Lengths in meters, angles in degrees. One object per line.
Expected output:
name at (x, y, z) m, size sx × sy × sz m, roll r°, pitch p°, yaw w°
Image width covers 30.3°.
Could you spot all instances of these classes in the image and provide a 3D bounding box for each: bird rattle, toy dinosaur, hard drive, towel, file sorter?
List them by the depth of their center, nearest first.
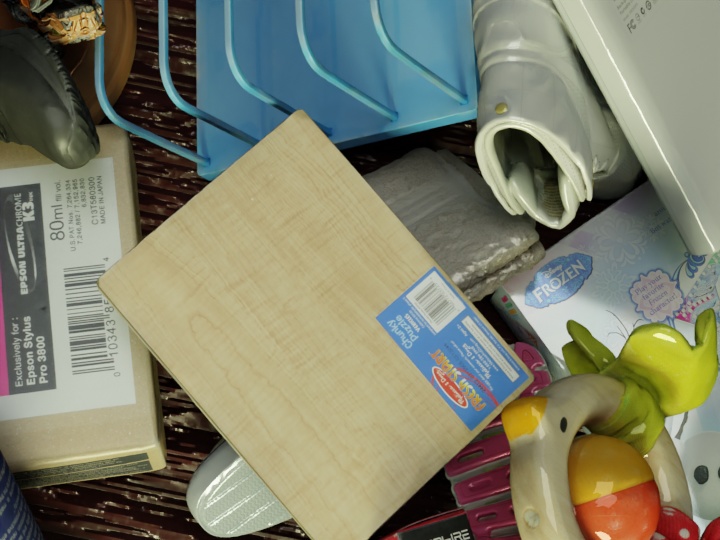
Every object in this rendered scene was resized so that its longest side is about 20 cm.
bird rattle at (0.137, 0.125, 0.708) m, size 0.162 × 0.112 × 0.203 m, roll -4°, pitch 85°, yaw -42°
hard drive at (0.184, -0.129, 0.776) m, size 0.132 × 0.026 × 0.201 m, roll -48°, pitch 115°, yaw -33°
file sorter at (-0.044, -0.152, 0.778) m, size 0.198 × 0.122 × 0.141 m, roll -10°, pitch 74°, yaw 28°
toy dinosaur at (-0.205, -0.200, 0.782) m, size 0.199 × 0.137 × 0.102 m, roll 24°, pitch 40°, yaw 33°
towel at (0.000, 0.000, 0.794) m, size 0.199 × 0.035 × 0.132 m, roll -32°, pitch 40°, yaw -13°

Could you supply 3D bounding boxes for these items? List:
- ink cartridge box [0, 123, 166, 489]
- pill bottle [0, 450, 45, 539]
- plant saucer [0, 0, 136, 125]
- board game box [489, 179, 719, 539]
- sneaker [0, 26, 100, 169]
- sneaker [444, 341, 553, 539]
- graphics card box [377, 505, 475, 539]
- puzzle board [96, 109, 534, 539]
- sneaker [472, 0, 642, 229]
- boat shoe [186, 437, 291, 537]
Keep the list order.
ink cartridge box at (-0.205, 0.024, 0.785) m, size 0.163 × 0.075 × 0.202 m, roll -7°, pitch 74°, yaw -8°
pill bottle at (-0.214, 0.161, 0.681) m, size 0.110 × 0.111 × 0.202 m, roll -24°, pitch 114°, yaw -11°
plant saucer at (-0.245, -0.161, 0.861) m, size 0.197 × 0.038 × 0.203 m, roll 1°, pitch 73°, yaw -4°
board game box at (0.217, 0.039, 0.828) m, size 0.199 × 0.043 × 0.200 m, roll -33°, pitch 79°, yaw -13°
sneaker at (-0.225, -0.103, 0.765) m, size 0.091 × 0.076 × 0.199 m, roll -41°, pitch 53°, yaw -19°
sneaker at (0.095, 0.138, 0.777) m, size 0.073 × 0.088 × 0.202 m, roll -17°, pitch 49°, yaw 15°
graphics card box at (0.041, 0.241, 0.706) m, size 0.050 × 0.125 × 0.202 m, roll -10°, pitch 73°, yaw -30°
puzzle board at (-0.023, 0.034, 0.725) m, size 0.150 × 0.017 × 0.200 m, roll -41°, pitch 87°, yaw -13°
sneaker at (0.115, -0.065, 0.780) m, size 0.073 × 0.200 × 0.117 m, roll -11°, pitch 58°, yaw 28°
boat shoe at (-0.021, 0.081, 0.794) m, size 0.199 × 0.072 × 0.062 m, roll -34°, pitch 41°, yaw -12°
